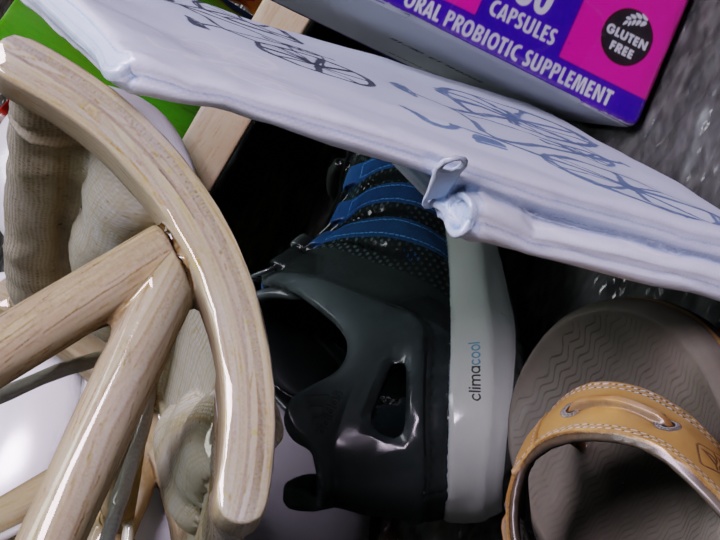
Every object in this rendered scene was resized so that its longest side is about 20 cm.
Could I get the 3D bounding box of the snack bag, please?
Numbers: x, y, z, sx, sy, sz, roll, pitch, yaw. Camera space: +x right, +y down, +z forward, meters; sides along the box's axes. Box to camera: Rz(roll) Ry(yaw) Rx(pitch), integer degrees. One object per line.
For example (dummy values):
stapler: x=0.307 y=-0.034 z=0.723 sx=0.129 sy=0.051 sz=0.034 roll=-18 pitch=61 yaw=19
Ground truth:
snack bag: x=0.001 y=-0.040 z=0.739 sx=0.022 sy=0.199 sz=0.189 roll=-70 pitch=22 yaw=9

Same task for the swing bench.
swing bench: x=-0.102 y=0.078 z=0.701 sx=0.200 sy=0.130 sz=0.199 roll=-49 pitch=-7 yaw=-17

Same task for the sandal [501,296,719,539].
sandal: x=0.064 y=0.068 z=0.677 sx=0.082 sy=0.054 sz=0.200 roll=-55 pitch=24 yaw=27

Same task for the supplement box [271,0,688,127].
supplement box: x=0.063 y=-0.157 z=0.852 sx=0.201 sy=0.101 sz=0.103 roll=-68 pitch=21 yaw=-3

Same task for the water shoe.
water shoe: x=0.000 y=0.000 z=0.844 sx=0.200 sy=0.078 sz=0.072 roll=-103 pitch=14 yaw=-58

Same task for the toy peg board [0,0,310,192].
toy peg board: x=-0.073 y=-0.097 z=1.042 sx=0.201 sy=0.097 sz=0.199 roll=-58 pitch=4 yaw=20

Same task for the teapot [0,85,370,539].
teapot: x=-0.101 y=0.068 z=0.885 sx=0.197 sy=0.146 sz=0.200 roll=-43 pitch=38 yaw=8
